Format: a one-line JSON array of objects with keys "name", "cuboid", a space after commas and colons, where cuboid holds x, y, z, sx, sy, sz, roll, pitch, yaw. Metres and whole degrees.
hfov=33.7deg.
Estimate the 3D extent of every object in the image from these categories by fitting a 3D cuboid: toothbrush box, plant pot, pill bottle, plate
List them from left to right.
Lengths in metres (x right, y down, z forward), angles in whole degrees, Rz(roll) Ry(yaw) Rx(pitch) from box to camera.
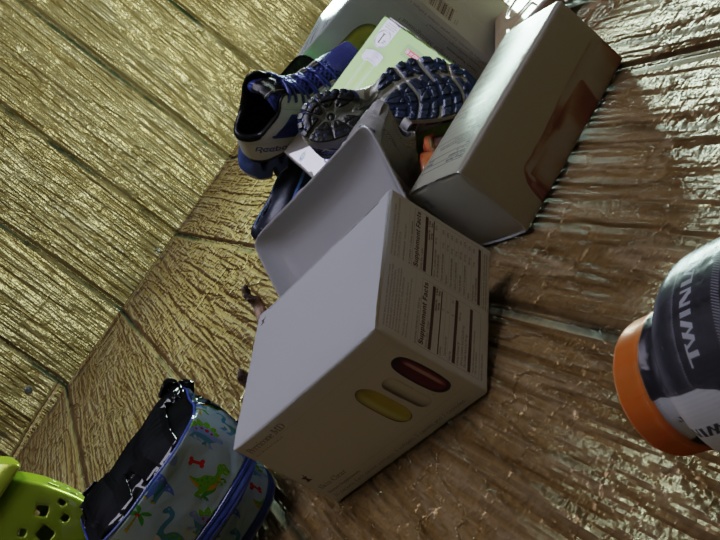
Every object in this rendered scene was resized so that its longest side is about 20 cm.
[{"name": "plant pot", "cuboid": [-0.518, 0.391, 1.780, 0.201, 0.181, 0.199, -56, 14, -16]}, {"name": "plate", "cuboid": [0.000, 0.000, 1.118, 0.032, 0.201, 0.199, -9, -27, -47]}, {"name": "toothbrush box", "cuboid": [0.032, -0.166, 1.369, 0.145, 0.086, 0.201, 41, 95, 33]}, {"name": "pill bottle", "cuboid": [0.199, 0.022, 0.510, 0.200, 0.106, 0.107, -36, 22, 51]}]

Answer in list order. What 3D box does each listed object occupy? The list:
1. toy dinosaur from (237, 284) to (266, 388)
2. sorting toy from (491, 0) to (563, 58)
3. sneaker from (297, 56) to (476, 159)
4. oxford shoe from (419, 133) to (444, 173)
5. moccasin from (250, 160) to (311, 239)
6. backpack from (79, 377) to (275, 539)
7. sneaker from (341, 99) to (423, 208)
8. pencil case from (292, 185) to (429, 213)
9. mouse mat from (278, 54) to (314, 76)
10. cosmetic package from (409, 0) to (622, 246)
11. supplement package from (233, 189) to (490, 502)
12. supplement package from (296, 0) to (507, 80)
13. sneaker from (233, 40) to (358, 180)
[{"name": "toy dinosaur", "cuboid": [-0.048, 0.075, 1.215, 0.134, 0.086, 0.201, -11, 49, 14]}, {"name": "sorting toy", "cuboid": [0.225, -0.327, 1.385, 0.185, 0.036, 0.200, -46, 12, 27]}, {"name": "sneaker", "cuboid": [0.032, -0.168, 1.278, 0.085, 0.198, 0.078, 76, -179, -69]}, {"name": "oxford shoe", "cuboid": [0.104, -0.106, 1.227, 0.072, 0.072, 0.200, -12, 14, 8]}, {"name": "moccasin", "cuboid": [-0.082, -0.121, 1.469, 0.068, 0.081, 0.201, 7, 56, 31]}, {"name": "backpack", "cuboid": [-0.171, 0.219, 1.143, 0.184, 0.147, 0.200, -54, 11, -6]}, {"name": "sneaker", "cuboid": [0.040, -0.113, 1.214, 0.083, 0.074, 0.200, -65, -17, -2]}, {"name": "pencil case", "cuboid": [0.004, -0.042, 1.215, 0.085, 0.085, 0.199, -21, 24, -29]}, {"name": "mouse mat", "cuboid": [-0.040, -0.181, 1.546, 0.161, 0.199, 0.008, -42, 26, 39]}, {"name": "cosmetic package", "cuboid": [0.142, -0.131, 1.079, 0.201, 0.087, 0.103, -58, 16, -18]}, {"name": "supplement package", "cuboid": [0.002, 0.066, 0.981, 0.200, 0.110, 0.157, -43, 27, 38]}, {"name": "supplement package", "cuboid": [0.054, -0.300, 1.535, 0.200, 0.191, 0.148, -42, 18, 40]}, {"name": "sneaker", "cuboid": [-0.075, -0.201, 1.401, 0.199, 0.081, 0.115, -42, -24, -7]}]
